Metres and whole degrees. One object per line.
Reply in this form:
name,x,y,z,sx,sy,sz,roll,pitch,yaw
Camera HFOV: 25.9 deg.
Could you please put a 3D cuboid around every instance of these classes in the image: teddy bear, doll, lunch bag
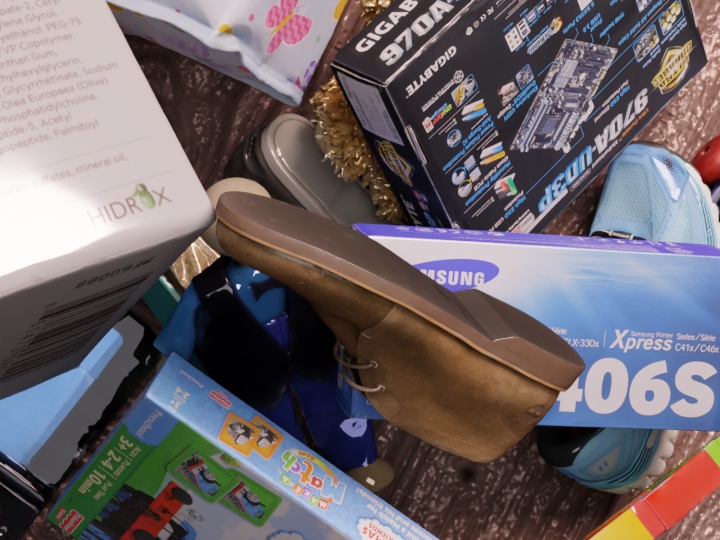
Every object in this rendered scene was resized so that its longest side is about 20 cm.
teddy bear,0.047,-0.121,0.857,0.200,0.067,0.145,-47,126,-22
doll,-0.039,0.037,0.821,0.136,0.048,0.200,-27,121,-13
lunch bag,-0.090,-0.205,0.834,0.200,0.127,0.170,25,88,25

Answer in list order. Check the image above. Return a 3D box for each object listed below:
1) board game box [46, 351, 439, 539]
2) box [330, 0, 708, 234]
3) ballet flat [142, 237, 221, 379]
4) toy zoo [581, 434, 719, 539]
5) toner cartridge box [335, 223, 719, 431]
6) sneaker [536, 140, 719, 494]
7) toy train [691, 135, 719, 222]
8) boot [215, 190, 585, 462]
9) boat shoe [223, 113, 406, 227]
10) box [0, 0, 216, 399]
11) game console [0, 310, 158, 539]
board game box,-0.053,0.146,0.832,0.200,0.151,0.037,35,46,-7
box,0.093,-0.111,0.834,0.200,0.046,0.159,-45,135,-15
ballet flat,-0.112,-0.023,0.870,0.065,0.071,0.200,-44,99,-31
toy zoo,0.114,0.147,0.789,0.200,0.131,0.020,-29,75,-36
toner cartridge box,0.092,0.030,0.808,0.200,0.043,0.095,3,100,-11
sneaker,0.144,0.025,0.873,0.090,0.078,0.200,12,86,-47
toy train,0.285,-0.101,0.894,0.085,0.116,0.200,39,84,-6
boot,0.009,0.030,0.731,0.200,0.074,0.075,29,105,-24
boat shoe,0.000,0.000,0.889,0.200,0.057,0.067,51,45,-8
box,-0.216,-0.030,0.735,0.200,0.199,0.171,-21,78,-36
game console,-0.234,0.051,0.821,0.200,0.176,0.116,38,113,-5
